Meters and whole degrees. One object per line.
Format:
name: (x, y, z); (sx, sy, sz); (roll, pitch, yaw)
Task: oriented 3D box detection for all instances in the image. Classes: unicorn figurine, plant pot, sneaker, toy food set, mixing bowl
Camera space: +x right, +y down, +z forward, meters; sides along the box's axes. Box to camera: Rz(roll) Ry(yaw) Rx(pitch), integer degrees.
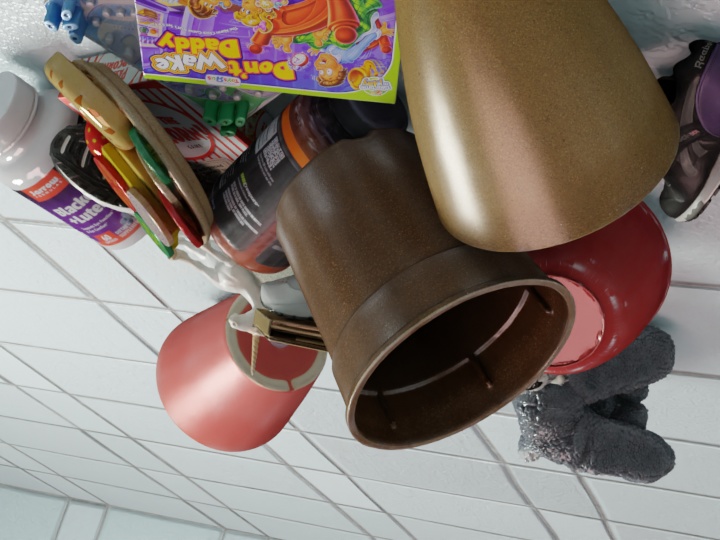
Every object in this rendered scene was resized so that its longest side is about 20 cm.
unicorn figurine: (-0.156, -0.004, 1.415); (0.137, 0.200, 0.074); (32, 118, -34)
plant pot: (-0.141, 0.116, 1.647); (0.200, 0.201, 0.177); (24, 147, -18)
sneaker: (0.000, 0.000, 1.178); (0.199, 0.088, 0.074); (-10, 180, 16)
toy food set: (-0.195, -0.096, 1.103); (0.198, 0.049, 0.200); (51, 167, 3)
plant pot: (0.038, 0.005, 1.028); (0.200, 0.199, 0.201); (-21, 146, -15)
sneaker: (-0.210, -0.077, 1.244); (0.200, 0.074, 0.079); (25, 162, -20)
plant pot: (0.101, -0.148, 0.880); (0.186, 0.187, 0.200); (-1, 134, 36)
sneaker: (0.257, -0.114, 0.989); (0.087, 0.076, 0.200); (29, 155, 7)
mixing bowl: (0.177, 0.019, 1.155); (0.199, 0.108, 0.201); (8, 122, 13)

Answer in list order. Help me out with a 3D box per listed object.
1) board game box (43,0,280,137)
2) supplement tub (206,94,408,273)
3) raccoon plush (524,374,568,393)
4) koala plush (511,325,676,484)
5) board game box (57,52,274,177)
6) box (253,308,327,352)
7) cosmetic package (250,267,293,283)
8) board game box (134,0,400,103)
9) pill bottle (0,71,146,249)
board game box: (-0.123, -0.199, 1.020); (0.200, 0.026, 0.200); (30, 140, -31)
supplement tub: (-0.046, -0.089, 1.129); (0.107, 0.107, 0.200); (28, 131, -27)
raccoon plush: (0.142, 0.054, 1.357); (0.133, 0.201, 0.097); (-11, 142, 4)
koala plush: (0.234, 0.146, 1.457); (0.183, 0.178, 0.200); (2, 179, -17)
board game box: (-0.164, -0.139, 1.223); (0.151, 0.046, 0.200); (-3, 150, 39)
box: (-0.018, 0.066, 1.240); (0.163, 0.021, 0.200); (11, 179, -9)
cosmetic package: (-0.042, -0.007, 1.322); (0.105, 0.071, 0.200); (48, 162, -27)
board game box: (-0.065, -0.195, 0.951); (0.199, 0.045, 0.135); (6, 146, 1)
pill bottle: (-0.297, -0.113, 1.288); (0.111, 0.112, 0.200); (-5, 150, 42)
